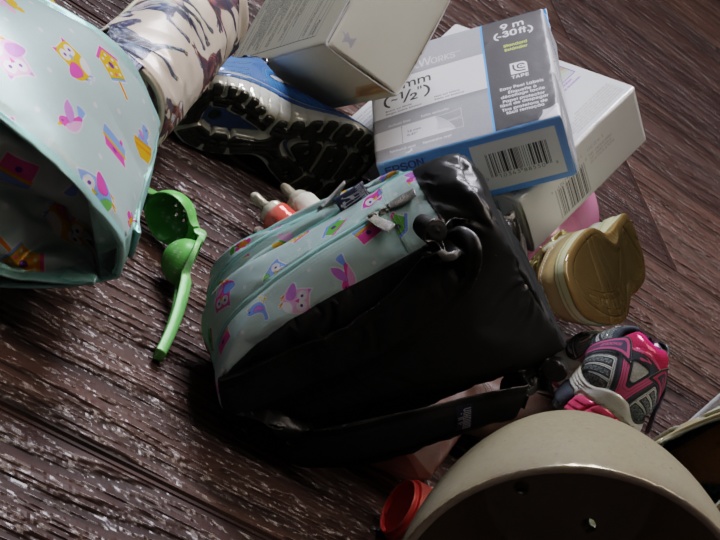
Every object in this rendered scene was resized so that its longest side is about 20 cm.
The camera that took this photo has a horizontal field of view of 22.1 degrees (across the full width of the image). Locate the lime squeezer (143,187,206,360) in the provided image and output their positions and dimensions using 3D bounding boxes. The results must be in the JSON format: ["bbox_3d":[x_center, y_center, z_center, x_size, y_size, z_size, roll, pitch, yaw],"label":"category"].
[{"bbox_3d":[-0.127,-0.021,1.165,0.070,0.038,0.200,19,34,-44],"label":"lime squeezer"}]

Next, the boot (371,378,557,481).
[{"bbox_3d":[0.071,0.113,1.225,0.186,0.064,0.200,34,17,12],"label":"boot"}]

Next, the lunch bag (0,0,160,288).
[{"bbox_3d":[-0.208,-0.082,1.034,0.200,0.122,0.171,31,24,-15],"label":"lunch bag"}]

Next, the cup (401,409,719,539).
[{"bbox_3d":[0.117,0.160,1.043,0.200,0.200,0.143,38,23,-12],"label":"cup"}]

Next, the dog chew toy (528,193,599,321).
[{"bbox_3d":[0.129,-0.017,1.488,0.124,0.125,0.200,37,32,-15],"label":"dog chew toy"}]

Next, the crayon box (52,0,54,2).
[{"bbox_3d":[-0.261,-0.172,1.189,0.200,0.052,0.126,45,23,2],"label":"crayon box"}]

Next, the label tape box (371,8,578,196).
[{"bbox_3d":[0.082,-0.141,1.420,0.200,0.143,0.066,-94,164,-45],"label":"label tape box"}]

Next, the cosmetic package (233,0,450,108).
[{"bbox_3d":[-0.018,-0.185,1.420,0.071,0.105,0.200,34,-12,-22],"label":"cosmetic package"}]

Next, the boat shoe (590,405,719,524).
[{"bbox_3d":[0.200,0.142,1.205,0.075,0.200,0.068,53,6,21],"label":"boat shoe"}]

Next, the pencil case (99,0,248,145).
[{"bbox_3d":[-0.139,-0.149,1.239,0.090,0.078,0.200,62,26,-19],"label":"pencil case"}]

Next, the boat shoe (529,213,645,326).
[{"bbox_3d":[0.157,0.006,1.336,0.200,0.066,0.074,-19,92,-68],"label":"boat shoe"}]

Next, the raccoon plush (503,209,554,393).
[{"bbox_3d":[0.063,0.043,1.358,0.097,0.133,0.201,3,76,-78],"label":"raccoon plush"}]

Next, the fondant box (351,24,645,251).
[{"bbox_3d":[0.105,-0.110,1.471,0.200,0.144,0.058,27,-29,40],"label":"fondant box"}]

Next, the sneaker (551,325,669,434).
[{"bbox_3d":[0.183,0.072,1.294,0.081,0.075,0.200,35,8,-3],"label":"sneaker"}]

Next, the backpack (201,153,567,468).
[{"bbox_3d":[0.004,0.028,1.100,0.167,0.199,0.127,57,11,-38],"label":"backpack"}]

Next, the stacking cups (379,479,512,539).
[{"bbox_3d":[0.099,0.193,1.156,0.200,0.061,0.061,31,25,-17],"label":"stacking cups"}]

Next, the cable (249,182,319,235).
[{"bbox_3d":[0.000,0.000,1.268,0.200,0.050,0.097,32,18,31],"label":"cable"}]

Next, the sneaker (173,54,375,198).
[{"bbox_3d":[-0.065,-0.122,1.393,0.200,0.079,0.089,24,32,-38],"label":"sneaker"}]

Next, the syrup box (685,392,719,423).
[{"bbox_3d":[0.251,0.145,1.291,0.082,0.200,0.079,53,24,18],"label":"syrup box"}]
